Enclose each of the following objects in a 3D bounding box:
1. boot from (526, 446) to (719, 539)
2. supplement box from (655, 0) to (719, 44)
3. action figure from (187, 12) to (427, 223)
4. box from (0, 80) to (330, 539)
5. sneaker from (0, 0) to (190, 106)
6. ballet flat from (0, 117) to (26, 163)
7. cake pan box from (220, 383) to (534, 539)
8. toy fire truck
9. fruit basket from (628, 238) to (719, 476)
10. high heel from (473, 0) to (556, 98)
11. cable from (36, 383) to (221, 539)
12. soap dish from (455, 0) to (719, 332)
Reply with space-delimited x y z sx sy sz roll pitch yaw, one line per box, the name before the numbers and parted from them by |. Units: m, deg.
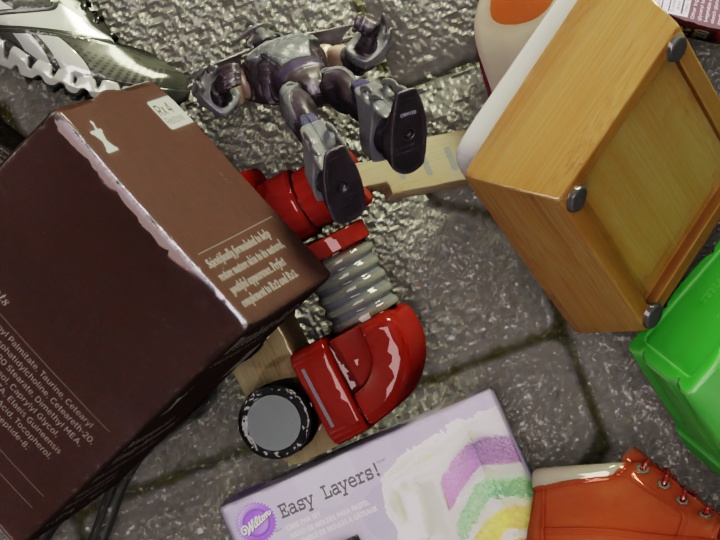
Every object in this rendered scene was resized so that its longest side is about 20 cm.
boot | 0.196 0.156 1.704 0.199 0.075 0.108 -4 73 9
supplement box | 0.240 -0.166 1.722 0.199 0.109 0.061 13 92 4
action figure | -0.028 -0.111 1.715 0.130 0.200 0.069 -27 126 -12
box | -0.159 0.022 1.632 0.200 0.166 0.164 -43 86 19
sneaker | -0.196 -0.160 1.770 0.200 0.066 0.091 19 95 5
ballet flat | -0.207 -0.048 1.781 0.200 0.067 0.046 37 118 3
cake pan box | 0.030 0.193 1.772 0.200 0.052 0.185 -23 88 3
toy fire truck | 0.000 0.000 1.747 0.200 0.129 0.176 -28 90 14
fruit basket | 0.297 0.061 1.710 0.215 0.156 0.216 -6 109 -17
high heel | 0.114 -0.116 1.773 0.067 0.096 0.201 1 73 27
cable | -0.146 0.109 1.792 0.097 0.050 0.200 18 102 8
soap dish | 0.151 -0.065 1.674 0.081 0.200 0.158 26 76 34
